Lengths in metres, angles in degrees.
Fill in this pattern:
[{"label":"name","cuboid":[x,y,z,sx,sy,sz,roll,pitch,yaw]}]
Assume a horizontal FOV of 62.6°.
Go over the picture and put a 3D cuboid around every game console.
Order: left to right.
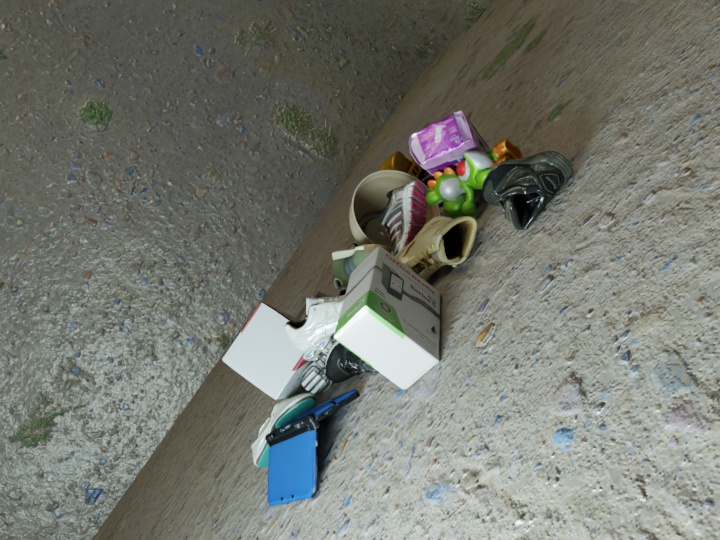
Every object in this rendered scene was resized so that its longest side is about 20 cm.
[{"label":"game console","cuboid":[-0.086,0.318,1.065,0.170,0.119,0.200,-22,-9,-39]}]

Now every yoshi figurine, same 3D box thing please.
[{"label":"yoshi figurine","cuboid":[0.224,-0.162,1.151,0.200,0.112,0.112,-24,-10,41]}]

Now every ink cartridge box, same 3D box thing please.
[{"label":"ink cartridge box","cuboid":[-0.168,0.176,1.270,0.146,0.144,0.200,-57,-13,-4]},{"label":"ink cartridge box","cuboid":[0.050,0.069,0.961,0.084,0.145,0.200,-46,15,27]}]

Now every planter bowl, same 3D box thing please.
[{"label":"planter bowl","cuboid":[0.061,-0.104,1.325,0.200,0.200,0.135,-59,2,-27]}]

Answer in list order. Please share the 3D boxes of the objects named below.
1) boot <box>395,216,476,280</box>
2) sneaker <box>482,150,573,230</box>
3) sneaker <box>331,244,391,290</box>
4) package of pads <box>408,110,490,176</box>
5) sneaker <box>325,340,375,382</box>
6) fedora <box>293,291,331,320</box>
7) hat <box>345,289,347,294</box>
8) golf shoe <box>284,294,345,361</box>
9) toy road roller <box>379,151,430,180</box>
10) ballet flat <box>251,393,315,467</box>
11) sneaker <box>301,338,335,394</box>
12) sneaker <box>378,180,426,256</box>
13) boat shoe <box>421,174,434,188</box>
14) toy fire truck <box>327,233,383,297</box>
[{"label":"boot","cuboid":[0.123,-0.017,1.077,0.200,0.073,0.155,-49,11,-5]},{"label":"sneaker","cuboid":[0.241,-0.121,0.957,0.114,0.076,0.199,-49,16,-15]},{"label":"sneaker","cuboid":[0.000,0.000,1.213,0.200,0.067,0.090,-8,78,60]},{"label":"package of pads","cuboid":[0.187,-0.237,1.192,0.120,0.076,0.200,-24,-16,22]},{"label":"sneaker","cuboid":[-0.001,0.156,1.087,0.200,0.076,0.088,-46,20,28]},{"label":"fedora","cuboid":[-0.113,0.124,1.529,0.177,0.090,0.200,-35,21,53]},{"label":"hat","cuboid":[0.015,0.052,1.286,0.201,0.081,0.201,-50,12,15]},{"label":"golf shoe","cuboid":[-0.055,0.077,1.109,0.200,0.097,0.078,-42,8,5]},{"label":"toy road roller","cuboid":[0.106,-0.214,1.543,0.200,0.146,0.123,-59,13,-27]},{"label":"ballet flat","cuboid":[-0.168,0.314,1.216,0.200,0.069,0.069,-56,11,14]},{"label":"sneaker","cuboid":[-0.039,0.159,1.217,0.200,0.076,0.116,-43,2,12]},{"label":"sneaker","cuboid":[0.082,-0.081,1.210,0.087,0.074,0.201,3,88,43]},{"label":"boat shoe","cuboid":[0.204,-0.214,1.351,0.200,0.072,0.076,-33,23,49]},{"label":"toy fire truck","cuboid":[-0.013,0.017,1.414,0.176,0.129,0.200,-40,25,43]}]
